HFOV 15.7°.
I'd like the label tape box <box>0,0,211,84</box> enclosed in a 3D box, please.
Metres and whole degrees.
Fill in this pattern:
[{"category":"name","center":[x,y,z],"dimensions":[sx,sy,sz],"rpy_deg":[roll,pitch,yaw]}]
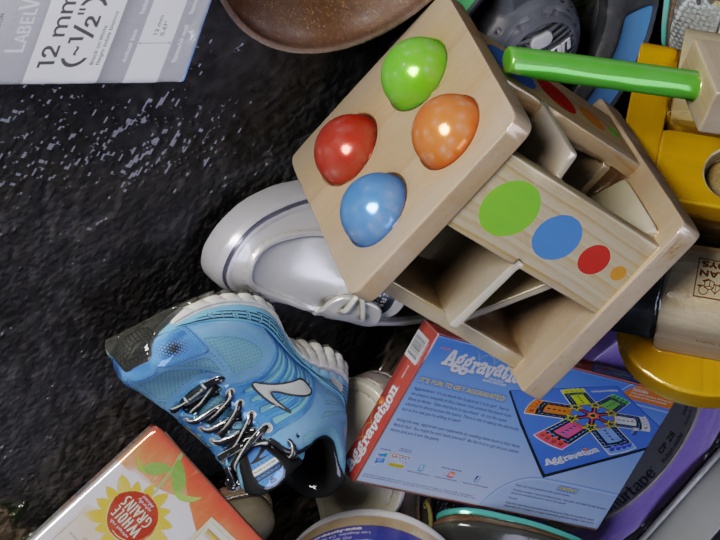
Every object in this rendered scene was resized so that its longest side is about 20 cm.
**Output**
[{"category":"label tape box","center":[-0.148,-0.155,1.143],"dimensions":[0.200,0.066,0.143],"rpy_deg":[-7,128,-45]}]

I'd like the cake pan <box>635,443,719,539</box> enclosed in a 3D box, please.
[{"category":"cake pan","center":[0.231,0.164,1.791],"dimensions":[0.200,0.037,0.200],"rpy_deg":[-47,172,-8]}]

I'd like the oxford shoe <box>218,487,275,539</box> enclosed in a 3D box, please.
[{"category":"oxford shoe","center":[-0.120,0.201,1.500],"dimensions":[0.200,0.074,0.071],"rpy_deg":[-38,144,-13]}]

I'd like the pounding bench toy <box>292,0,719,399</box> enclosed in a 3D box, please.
[{"category":"pounding bench toy","center":[0.086,-0.068,1.343],"dimensions":[0.156,0.124,0.200],"rpy_deg":[30,112,-35]}]

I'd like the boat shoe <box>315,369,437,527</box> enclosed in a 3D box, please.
[{"category":"boat shoe","center":[0.014,0.137,1.581],"dimensions":[0.060,0.072,0.200],"rpy_deg":[-34,135,-38]}]

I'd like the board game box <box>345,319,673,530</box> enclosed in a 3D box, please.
[{"category":"board game box","center":[0.090,0.093,1.531],"dimensions":[0.200,0.019,0.103],"rpy_deg":[15,112,-39]}]

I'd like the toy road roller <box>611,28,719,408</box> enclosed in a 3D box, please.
[{"category":"toy road roller","center":[0.200,-0.020,1.459],"dimensions":[0.146,0.123,0.200],"rpy_deg":[84,17,-68]}]

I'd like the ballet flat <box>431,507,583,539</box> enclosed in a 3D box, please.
[{"category":"ballet flat","center":[0.126,0.191,1.588],"dimensions":[0.200,0.068,0.068],"rpy_deg":[14,69,-36]}]

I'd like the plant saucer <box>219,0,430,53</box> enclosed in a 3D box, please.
[{"category":"plant saucer","center":[-0.002,-0.201,1.277],"dimensions":[0.200,0.037,0.201],"rpy_deg":[-27,139,-26]}]

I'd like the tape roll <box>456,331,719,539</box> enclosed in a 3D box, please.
[{"category":"tape roll","center":[0.139,0.085,1.655],"dimensions":[0.200,0.085,0.200],"rpy_deg":[-28,140,-27]}]

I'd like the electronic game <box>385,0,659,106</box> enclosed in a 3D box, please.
[{"category":"electronic game","center":[0.088,-0.121,1.442],"dimensions":[0.200,0.042,0.200],"rpy_deg":[-27,140,-26]}]

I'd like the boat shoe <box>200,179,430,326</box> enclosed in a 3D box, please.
[{"category":"boat shoe","center":[0.000,0.000,1.442],"dimensions":[0.200,0.066,0.072],"rpy_deg":[9,117,-50]}]

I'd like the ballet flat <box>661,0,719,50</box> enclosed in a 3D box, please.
[{"category":"ballet flat","center":[0.204,-0.128,1.514],"dimensions":[0.072,0.072,0.200],"rpy_deg":[-28,148,-26]}]

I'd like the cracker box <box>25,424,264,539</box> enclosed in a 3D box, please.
[{"category":"cracker box","center":[-0.141,0.199,1.424],"dimensions":[0.200,0.134,0.058],"rpy_deg":[-42,-177,-8]}]

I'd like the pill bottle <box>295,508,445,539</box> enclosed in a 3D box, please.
[{"category":"pill bottle","center":[-0.001,0.235,1.475],"dimensions":[0.116,0.200,0.116],"rpy_deg":[3,121,5]}]

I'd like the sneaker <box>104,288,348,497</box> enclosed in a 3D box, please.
[{"category":"sneaker","center":[-0.059,0.073,1.409],"dimensions":[0.078,0.090,0.200],"rpy_deg":[-26,151,25]}]
